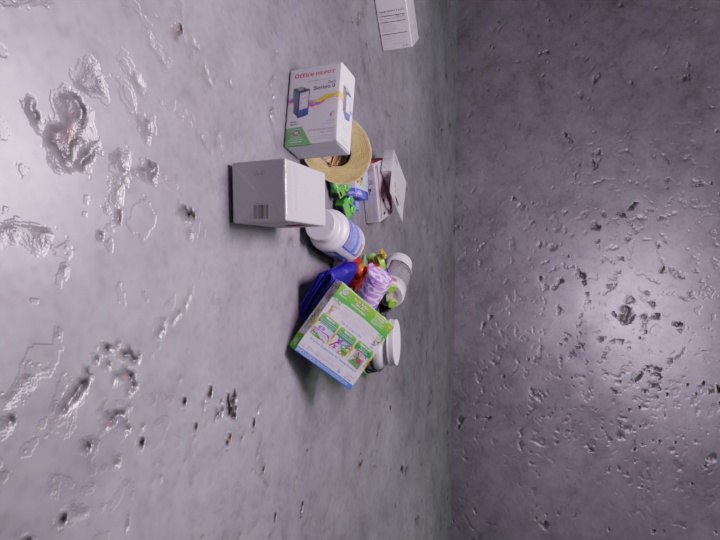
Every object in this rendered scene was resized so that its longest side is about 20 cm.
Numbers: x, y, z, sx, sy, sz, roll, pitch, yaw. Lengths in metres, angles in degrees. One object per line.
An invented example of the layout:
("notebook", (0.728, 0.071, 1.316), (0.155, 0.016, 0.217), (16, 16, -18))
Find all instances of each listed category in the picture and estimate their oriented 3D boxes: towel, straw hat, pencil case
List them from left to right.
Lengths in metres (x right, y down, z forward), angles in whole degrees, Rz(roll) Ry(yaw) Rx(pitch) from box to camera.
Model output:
("towel", (-0.085, 0.044, 1.500), (0.148, 0.049, 0.200), (-56, 169, 18))
("straw hat", (-0.077, -0.312, 1.520), (0.085, 0.199, 0.204), (159, -64, -66))
("pencil case", (0.012, 0.078, 1.636), (0.201, 0.085, 0.084), (-59, 167, 25))

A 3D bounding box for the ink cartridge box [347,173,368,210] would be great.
("ink cartridge box", (-0.010, -0.294, 1.810), (0.119, 0.041, 0.203), (1, 90, -71))

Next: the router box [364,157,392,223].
("router box", (0.059, -0.281, 1.993), (0.179, 0.048, 0.202), (-42, 128, -66))

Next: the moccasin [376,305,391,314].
("moccasin", (0.036, 0.118, 1.823), (0.199, 0.068, 0.081), (-21, 130, -54))

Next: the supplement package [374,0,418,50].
("supplement package", (0.135, -0.940, 2.130), (0.122, 0.118, 0.202), (-62, 146, -51))

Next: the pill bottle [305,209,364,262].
("pill bottle", (-0.069, -0.096, 1.518), (0.200, 0.111, 0.114), (34, 58, -68))

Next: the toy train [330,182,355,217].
("toy train", (-0.062, -0.238, 1.632), (0.056, 0.041, 0.202), (-47, 132, -39))

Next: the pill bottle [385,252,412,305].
("pill bottle", (0.123, 0.030, 2.067), (0.201, 0.113, 0.115), (-64, 147, -52))

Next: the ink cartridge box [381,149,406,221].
("ink cartridge box", (0.115, -0.293, 2.014), (0.200, 0.043, 0.175), (57, 36, -59))

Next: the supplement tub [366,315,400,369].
("supplement tub", (0.002, 0.195, 1.566), (0.145, 0.198, 0.147), (-1, 90, -76))

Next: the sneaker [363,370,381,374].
("sneaker", (0.030, 0.253, 1.834), (0.077, 0.083, 0.201), (-73, 155, -42))

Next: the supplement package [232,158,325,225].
("supplement package", (-0.164, -0.155, 1.205), (0.200, 0.120, 0.121), (-4, 92, -70))

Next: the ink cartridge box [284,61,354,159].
("ink cartridge box", (-0.098, -0.385, 1.392), (0.087, 0.144, 0.203), (30, 62, -64))

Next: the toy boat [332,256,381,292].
("toy boat", (0.000, 0.000, 1.686), (0.201, 0.129, 0.131), (70, 27, -44))

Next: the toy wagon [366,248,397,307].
("toy wagon", (0.061, 0.015, 1.764), (0.201, 0.039, 0.156), (82, -17, -47))

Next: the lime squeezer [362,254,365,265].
("lime squeezer", (0.012, 0.043, 1.863), (0.071, 0.037, 0.203), (23, 67, -70))

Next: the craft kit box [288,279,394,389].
("craft kit box", (-0.043, 0.159, 1.418), (0.200, 0.048, 0.198), (41, 83, -28))
